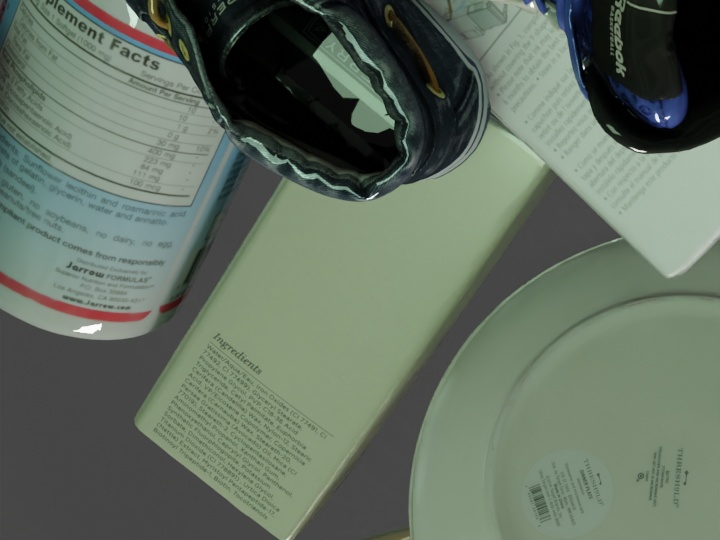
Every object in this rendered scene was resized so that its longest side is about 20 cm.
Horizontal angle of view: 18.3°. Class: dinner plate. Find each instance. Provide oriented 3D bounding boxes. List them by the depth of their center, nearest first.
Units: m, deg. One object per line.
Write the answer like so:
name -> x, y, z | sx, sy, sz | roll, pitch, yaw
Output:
dinner plate -> 0.111, 0.073, 0.786 | 0.200, 0.024, 0.200 | -7, 65, 16

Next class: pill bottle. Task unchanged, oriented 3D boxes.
pill bottle -> -0.082, -0.081, 0.833 | 0.109, 0.109, 0.200 | 32, 119, 9

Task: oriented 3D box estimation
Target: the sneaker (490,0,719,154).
sneaker -> 0.073, -0.093, 0.629 | 0.199, 0.115, 0.081 | 18, 120, 23

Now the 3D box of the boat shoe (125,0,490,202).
boat shoe -> -0.046, -0.100, 0.706 | 0.200, 0.091, 0.071 | 39, 107, 6

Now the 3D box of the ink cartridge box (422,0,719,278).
ink cartridge box -> 0.099, -0.122, 0.699 | 0.174, 0.044, 0.200 | 45, 128, 7

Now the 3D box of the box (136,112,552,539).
box -> 0.000, 0.000, 0.843 | 0.082, 0.068, 0.200 | 38, 119, 6
